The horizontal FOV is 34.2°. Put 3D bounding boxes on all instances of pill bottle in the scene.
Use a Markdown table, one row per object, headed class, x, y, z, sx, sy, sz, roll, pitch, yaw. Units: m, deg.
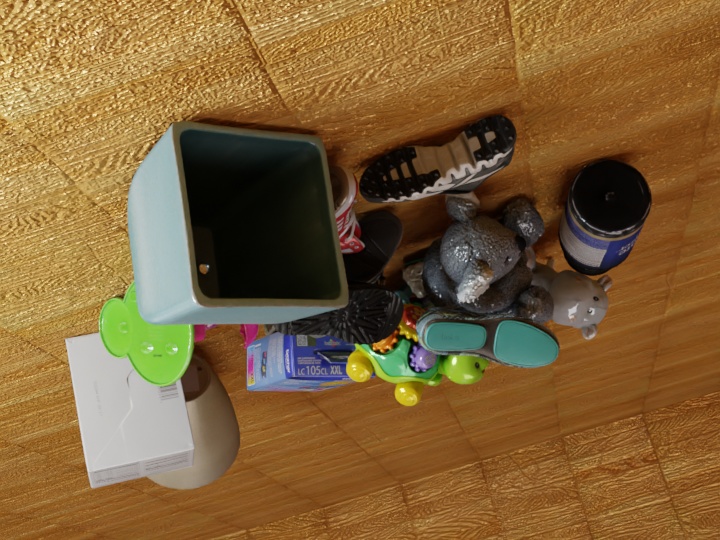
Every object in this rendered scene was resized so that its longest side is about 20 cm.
| class | x | y | z | sx | sy | sz | roll | pitch | yaw |
| --- | --- | --- | --- | --- | --- | --- | --- | --- | --- |
| pill bottle | 0.338 | -0.066 | 1.649 | 0.111 | 0.113 | 0.200 | -14 | 160 | -2 |

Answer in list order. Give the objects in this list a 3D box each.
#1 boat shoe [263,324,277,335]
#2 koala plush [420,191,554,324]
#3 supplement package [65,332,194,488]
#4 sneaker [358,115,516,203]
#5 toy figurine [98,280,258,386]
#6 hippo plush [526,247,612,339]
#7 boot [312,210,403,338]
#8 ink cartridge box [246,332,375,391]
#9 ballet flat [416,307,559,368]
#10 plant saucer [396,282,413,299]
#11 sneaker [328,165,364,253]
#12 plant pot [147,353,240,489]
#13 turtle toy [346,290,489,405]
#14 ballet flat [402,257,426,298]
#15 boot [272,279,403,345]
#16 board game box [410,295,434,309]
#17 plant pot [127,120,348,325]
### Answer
| class | x | y | z | sx | sy | sz | roll | pitch | yaw |
| --- | --- | --- | --- | --- | --- | --- | --- | --- | --- |
| boat shoe | -0.100 | 0.036 | 1.657 | 0.060 | 0.072 | 0.201 | -5 | 155 | -16 |
| koala plush | 0.159 | -0.015 | 1.581 | 0.182 | 0.179 | 0.200 | -9 | 165 | 11 |
| supplement package | -0.337 | 0.196 | 1.716 | 0.154 | 0.202 | 0.111 | -10 | 160 | -14 |
| sneaker | 0.098 | -0.118 | 1.406 | 0.199 | 0.067 | 0.091 | -21 | 157 | 8 |
| toy figurine | -0.229 | 0.071 | 1.611 | 0.199 | 0.152 | 0.183 | -4 | -178 | 42 |
| hippo plush | 0.290 | 0.057 | 1.791 | 0.160 | 0.160 | 0.200 | 24 | 180 | 34 |
| boot | 0.000 | 0.000 | 1.619 | 0.201 | 0.073 | 0.151 | -57 | 171 | 12 |
| ink cartridge box | -0.068 | 0.127 | 1.693 | 0.135 | 0.077 | 0.200 | 3 | 166 | -28 |
| ballet flat | 0.166 | 0.083 | 1.550 | 0.198 | 0.075 | 0.074 | 12 | 152 | -16 |
| plant saucer | 0.036 | 0.063 | 1.853 | 0.070 | 0.019 | 0.200 | -46 | -177 | -41 |
| sneaker | -0.025 | -0.073 | 1.427 | 0.112 | 0.072 | 0.200 | 2 | 162 | -29 |
| plant pot | -0.286 | 0.226 | 1.905 | 0.186 | 0.188 | 0.201 | -10 | 145 | -15 |
| turtle toy | 0.078 | 0.102 | 1.605 | 0.199 | 0.146 | 0.101 | 26 | 132 | -6 |
| ballet flat | 0.160 | -0.010 | 1.732 | 0.199 | 0.072 | 0.072 | -21 | 159 | 15 |
| boot | -0.059 | 0.019 | 1.511 | 0.210 | 0.158 | 0.080 | 10 | 111 | -36 |
| board game box | 0.090 | 0.073 | 1.801 | 0.120 | 0.032 | 0.200 | -42 | -168 | -25 |
| plant pot | -0.159 | -0.028 | 1.291 | 0.195 | 0.198 | 0.199 | 2 | 162 | -39 |
